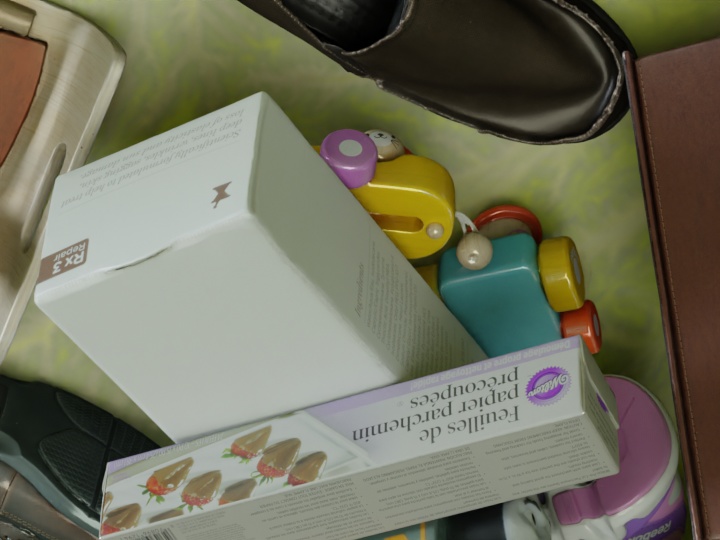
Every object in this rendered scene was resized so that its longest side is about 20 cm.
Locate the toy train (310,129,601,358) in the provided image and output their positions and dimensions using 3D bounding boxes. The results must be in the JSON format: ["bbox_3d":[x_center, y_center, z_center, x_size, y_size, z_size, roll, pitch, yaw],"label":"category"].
[{"bbox_3d":[0.000,0.000,1.087,0.200,0.056,0.150,24,133,-22],"label":"toy train"}]

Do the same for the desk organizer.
[{"bbox_3d":[0.161,0.009,1.020,0.077,0.072,0.200,-13,71,21],"label":"desk organizer"}]

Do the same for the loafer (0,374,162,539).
[{"bbox_3d":[-0.149,0.083,1.103,0.200,0.072,0.063,31,121,-7],"label":"loafer"}]

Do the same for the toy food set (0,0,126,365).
[{"bbox_3d":[-0.211,-0.059,1.046,0.200,0.060,0.144,21,107,-11],"label":"toy food set"}]

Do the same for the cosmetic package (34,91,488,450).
[{"bbox_3d":[-0.027,0.031,1.029,0.101,0.074,0.200,-20,131,23],"label":"cosmetic package"}]

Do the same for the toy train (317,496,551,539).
[{"bbox_3d":[-0.014,0.145,1.014,0.200,0.114,0.085,-17,140,20],"label":"toy train"}]

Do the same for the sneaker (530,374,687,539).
[{"bbox_3d":[0.054,0.118,1.118,0.200,0.081,0.088,-23,147,17],"label":"sneaker"}]

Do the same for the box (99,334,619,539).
[{"bbox_3d":[-0.002,0.074,0.993,0.200,0.039,0.041,-17,135,19],"label":"box"}]

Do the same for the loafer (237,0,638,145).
[{"bbox_3d":[0.018,-0.097,1.040,0.200,0.071,0.073,21,107,-10],"label":"loafer"}]
